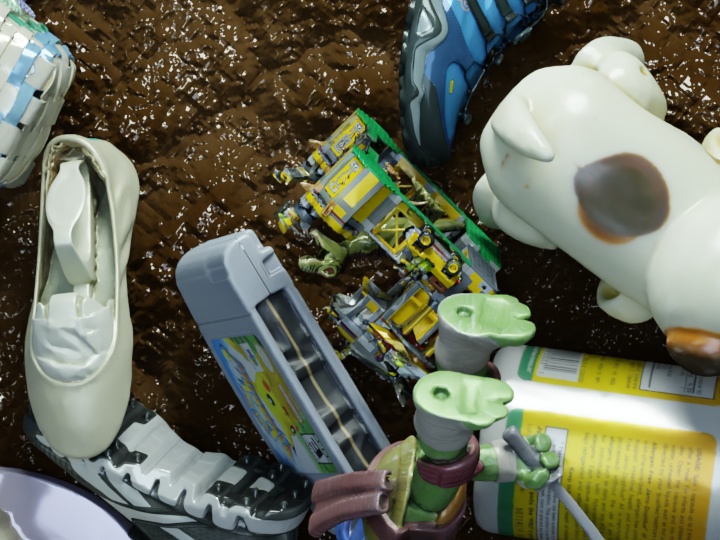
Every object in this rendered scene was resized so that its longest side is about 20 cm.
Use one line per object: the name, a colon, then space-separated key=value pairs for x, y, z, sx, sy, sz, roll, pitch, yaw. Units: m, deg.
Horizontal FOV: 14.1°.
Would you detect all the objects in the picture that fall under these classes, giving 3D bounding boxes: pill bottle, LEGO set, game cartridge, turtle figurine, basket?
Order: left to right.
basket: x=-0.274 y=-0.131 z=1.730 sx=0.200 sy=0.176 sz=0.139 roll=23 pitch=93 yaw=-1
game cartridge: x=-0.039 y=0.071 z=1.714 sx=0.040 sy=0.133 sz=0.200 roll=-32 pitch=96 yaw=-13
LEGO set: x=0.000 y=0.000 z=1.690 sx=0.116 sy=0.200 sz=0.154 roll=-44 pitch=106 yaw=9
turtle figurine: x=0.077 y=0.122 z=1.572 sx=0.200 sy=0.144 sz=0.194 roll=37 pitch=141 yaw=30
pill bottle: x=0.172 y=0.110 z=1.696 sx=0.200 sy=0.113 sz=0.113 roll=7 pitch=93 yaw=8

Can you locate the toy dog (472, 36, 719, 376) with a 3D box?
toy dog: x=0.174 y=-0.034 z=1.648 sx=0.200 sy=0.194 sz=0.140 roll=41 pitch=88 yaw=19

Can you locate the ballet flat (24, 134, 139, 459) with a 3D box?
ballet flat: x=-0.170 y=0.010 z=1.734 sx=0.069 sy=0.069 sz=0.200 roll=-4 pitch=68 yaw=9

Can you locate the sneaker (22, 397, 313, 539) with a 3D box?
sneaker: x=-0.121 y=0.139 z=1.762 sx=0.200 sy=0.066 sz=0.091 roll=20 pitch=125 yaw=22

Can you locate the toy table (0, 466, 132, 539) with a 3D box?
toy table: x=-0.235 y=0.189 z=1.759 sx=0.200 sy=0.117 sz=0.184 roll=-8 pitch=91 yaw=8

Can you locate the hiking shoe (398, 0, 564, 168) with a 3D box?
hiking shoe: x=0.074 y=-0.154 z=1.713 sx=0.087 sy=0.074 sz=0.200 roll=13 pitch=86 yaw=4
